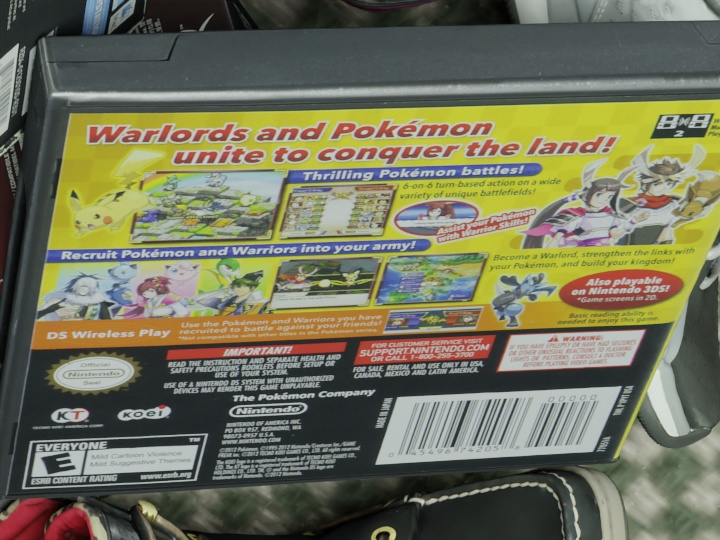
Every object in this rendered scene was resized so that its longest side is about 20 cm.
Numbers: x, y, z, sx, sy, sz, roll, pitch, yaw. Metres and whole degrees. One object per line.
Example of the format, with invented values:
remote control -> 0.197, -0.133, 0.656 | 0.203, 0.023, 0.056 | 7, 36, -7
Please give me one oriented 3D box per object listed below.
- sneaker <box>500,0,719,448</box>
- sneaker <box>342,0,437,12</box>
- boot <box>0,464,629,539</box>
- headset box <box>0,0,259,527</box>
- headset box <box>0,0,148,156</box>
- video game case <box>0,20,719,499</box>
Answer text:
sneaker -> 0.116, -0.041, 0.896 | 0.115, 0.075, 0.200 | -17, 116, 4
sneaker -> 0.069, -0.140, 0.826 | 0.200, 0.075, 0.081 | -26, 80, -18
boot -> -0.029, 0.102, 0.907 | 0.150, 0.073, 0.200 | 15, 153, -39
headset box -> -0.100, 0.008, 0.875 | 0.200, 0.077, 0.149 | -23, 150, 8
headset box -> -0.148, -0.143, 0.707 | 0.200, 0.093, 0.174 | 34, 145, 13
video game case -> 0.000, 0.000, 0.804 | 0.199, 0.026, 0.181 | -2, 143, -15
